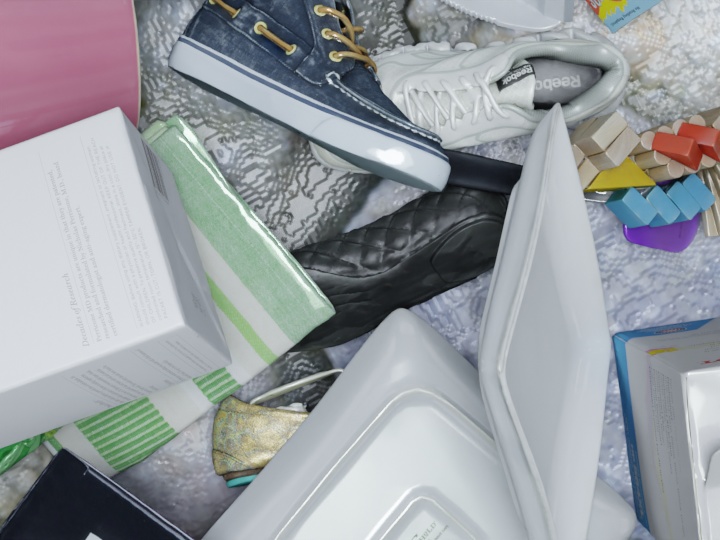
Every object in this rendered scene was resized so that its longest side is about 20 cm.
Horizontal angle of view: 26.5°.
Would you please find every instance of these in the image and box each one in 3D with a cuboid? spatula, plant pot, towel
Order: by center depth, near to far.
[{"bbox_3d":[-0.221,-0.124,0.847,0.178,0.200,0.201,-8,95,-18],"label":"plant pot"},{"bbox_3d":[-0.137,0.025,0.916,0.200,0.023,0.153,-38,95,14],"label":"towel"},{"bbox_3d":[0.122,-0.050,0.917,0.199,0.021,0.057,8,88,-17],"label":"spatula"}]

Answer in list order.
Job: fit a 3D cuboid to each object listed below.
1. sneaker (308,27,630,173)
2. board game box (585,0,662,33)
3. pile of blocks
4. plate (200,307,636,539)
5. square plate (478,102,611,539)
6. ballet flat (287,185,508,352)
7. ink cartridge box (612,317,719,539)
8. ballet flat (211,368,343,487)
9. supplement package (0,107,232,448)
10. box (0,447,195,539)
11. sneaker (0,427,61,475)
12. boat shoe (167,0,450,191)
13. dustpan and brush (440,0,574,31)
[{"bbox_3d":[0.064,-0.104,0.907,0.199,0.081,0.076,-14,97,0],"label":"sneaker"},{"bbox_3d":[0.135,-0.255,0.871,0.103,0.105,0.200,-43,96,-21],"label":"board game box"},{"bbox_3d":[0.207,-0.060,0.901,0.199,0.062,0.083,-10,89,-17],"label":"pile of blocks"},{"bbox_3d":[0.035,0.159,0.879,0.200,0.032,0.200,41,84,-8],"label":"plate"},{"bbox_3d":[0.102,0.047,0.834,0.028,0.199,0.201,-2,134,19],"label":"square plate"},{"bbox_3d":[0.000,0.000,0.936,0.199,0.057,0.067,-19,122,4],"label":"ballet flat"},{"bbox_3d":[0.232,0.100,0.870,0.128,0.200,0.126,-8,96,-1],"label":"ink cartridge box"},{"bbox_3d":[0.007,0.090,0.931,0.199,0.071,0.071,-5,95,-2],"label":"ballet flat"},{"bbox_3d":[-0.186,0.018,0.789,0.199,0.121,0.120,-20,76,1],"label":"supplement package"},{"bbox_3d":[-0.154,0.200,0.854,0.148,0.200,0.105,37,63,-6],"label":"box"},{"bbox_3d":[-0.195,0.072,0.880,0.074,0.084,0.200,44,105,-4],"label":"sneaker"},{"bbox_3d":[-0.019,-0.120,0.871,0.200,0.071,0.091,29,91,28],"label":"boat shoe"},{"bbox_3d":[0.028,-0.213,0.894,0.199,0.140,0.057,31,62,24],"label":"dustpan and brush"}]
